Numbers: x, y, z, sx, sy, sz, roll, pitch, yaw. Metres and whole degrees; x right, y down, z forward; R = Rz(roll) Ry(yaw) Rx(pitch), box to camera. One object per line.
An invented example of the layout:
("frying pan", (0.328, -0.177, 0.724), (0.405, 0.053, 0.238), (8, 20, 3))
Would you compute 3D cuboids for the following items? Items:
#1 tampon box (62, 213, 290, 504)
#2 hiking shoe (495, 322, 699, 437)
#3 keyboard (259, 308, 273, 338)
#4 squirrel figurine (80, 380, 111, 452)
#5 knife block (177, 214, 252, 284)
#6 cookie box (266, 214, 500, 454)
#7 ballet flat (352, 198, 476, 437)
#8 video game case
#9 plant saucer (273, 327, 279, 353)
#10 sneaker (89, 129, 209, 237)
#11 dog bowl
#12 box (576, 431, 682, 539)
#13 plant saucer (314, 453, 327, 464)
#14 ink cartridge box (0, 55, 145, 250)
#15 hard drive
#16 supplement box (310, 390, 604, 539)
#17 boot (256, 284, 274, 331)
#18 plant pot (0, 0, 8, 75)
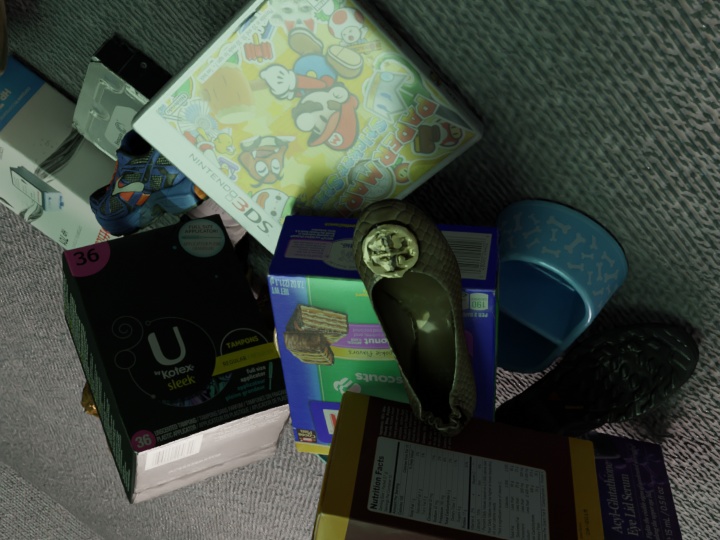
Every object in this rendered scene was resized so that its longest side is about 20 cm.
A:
("tampon box", (-0.168, 0.077, 0.911), (0.201, 0.148, 0.127), (63, 154, 23))
("hiking shoe", (0.200, 0.093, 0.859), (0.199, 0.100, 0.076), (-33, 84, 35))
("keyboard", (-0.144, 0.063, 1.070), (0.198, 0.021, 0.128), (15, 148, 21))
("squirrel figurine", (-0.193, 0.146, 1.109), (0.185, 0.143, 0.200), (8, 160, 21))
("knife block", (-0.153, 0.025, 1.105), (0.174, 0.064, 0.201), (1, 139, 44))
("cookie box", (0.025, 0.061, 0.795), (0.169, 0.076, 0.201), (4, 132, 11))
("ballet flat", (0.041, 0.041, 0.693), (0.067, 0.047, 0.201), (-5, 126, 16))
("video game case", (-0.042, -0.106, 0.743), (0.199, 0.023, 0.182), (-36, 113, 30))
("plant saucer", (0.020, 0.076, 0.908), (0.198, 0.031, 0.201), (13, 143, 9))
("sneaker", (-0.186, -0.089, 0.897), (0.199, 0.075, 0.079), (-15, 113, 47))
("dog bowl", (0.137, 0.022, 0.827), (0.111, 0.050, 0.200), (31, 152, 4))
("box", (0.175, 0.223, 0.916), (0.198, 0.148, 0.105), (11, 120, 0))
("plant saucer", (0.021, 0.135, 1.021), (0.198, 0.036, 0.202), (11, 121, 20))
("ink cartridge box", (-0.310, -0.102, 1.046), (0.199, 0.086, 0.146), (38, 151, -6))
("hard drive", (-0.171, -0.113, 0.940), (0.199, 0.038, 0.140), (38, 151, -8))
("supplement box", (0.059, 0.226, 0.770), (0.198, 0.133, 0.199), (12, 122, 1))
("boot", (-0.025, 0.086, 1.084), (0.200, 0.064, 0.186), (45, 147, -12))
("plant pot", (-0.380, -0.215, 0.868), (0.133, 0.202, 0.201), (-4, 151, -9))
